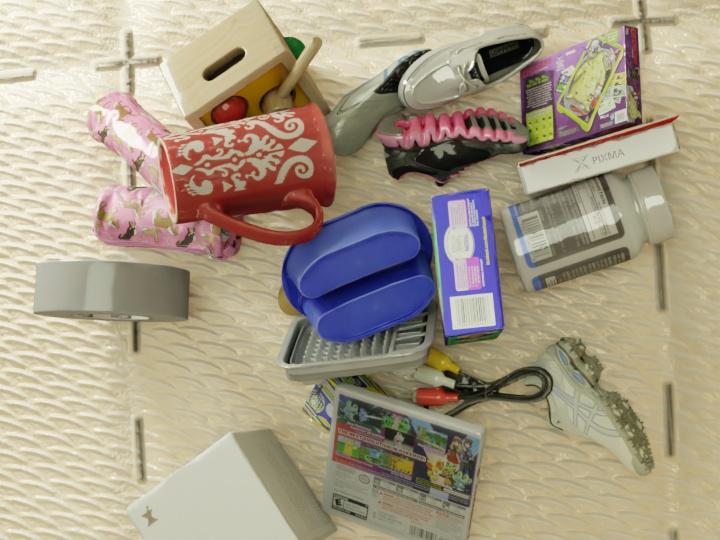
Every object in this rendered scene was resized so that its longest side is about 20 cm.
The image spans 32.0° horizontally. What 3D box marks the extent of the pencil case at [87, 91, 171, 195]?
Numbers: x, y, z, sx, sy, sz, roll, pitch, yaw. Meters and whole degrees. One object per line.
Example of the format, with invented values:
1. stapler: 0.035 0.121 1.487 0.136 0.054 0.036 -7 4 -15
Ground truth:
1. pencil case: -0.282 -0.166 1.674 0.083 0.087 0.200 -35 53 -26

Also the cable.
1. cable: 0.142 0.154 1.596 0.199 0.050 0.098 8 88 30

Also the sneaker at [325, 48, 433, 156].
1. sneaker: 0.023 -0.231 1.673 0.200 0.072 0.072 -39 38 -5

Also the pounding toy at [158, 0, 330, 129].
1. pounding toy: -0.128 -0.239 1.620 0.199 0.184 0.143 -32 59 6

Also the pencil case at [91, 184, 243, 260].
1. pencil case: -0.260 -0.066 1.698 0.199 0.087 0.083 7 117 11

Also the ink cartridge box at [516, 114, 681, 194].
1. ink cartridge box: 0.294 -0.141 1.552 0.199 0.176 0.045 -16 93 9

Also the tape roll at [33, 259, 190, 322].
1. tape roll: -0.323 0.029 1.638 0.199 0.200 0.067 0 84 10

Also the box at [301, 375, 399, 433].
1. box: 0.027 0.204 1.614 0.200 0.064 0.070 35 118 11

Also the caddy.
1. caddy: 0.000 0.000 1.575 0.199 0.105 0.142 -21 118 -1

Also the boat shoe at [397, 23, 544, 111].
1. boat shoe: 0.145 -0.260 1.628 0.199 0.066 0.072 -21 111 -7

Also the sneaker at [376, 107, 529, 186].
1. sneaker: 0.122 -0.156 1.646 0.199 0.079 0.096 0 122 7

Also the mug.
1. mug: -0.137 -0.118 1.538 0.199 0.178 0.134 -10 121 -16

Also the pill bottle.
1. pill bottle: 0.285 -0.055 1.579 0.199 0.114 0.114 -18 81 8

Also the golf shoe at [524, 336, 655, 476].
1. golf shoe: 0.288 0.185 1.585 0.097 0.078 0.201 -41 73 21

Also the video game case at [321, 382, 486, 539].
1. video game case: 0.051 0.250 1.569 0.199 0.023 0.183 16 113 22

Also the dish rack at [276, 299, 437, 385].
1. dish rack: 0.001 0.095 1.602 0.199 0.172 0.044 -7 111 9

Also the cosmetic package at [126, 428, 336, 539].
1. cosmetic package: -0.157 0.314 1.578 0.167 0.200 0.167 -36 79 6

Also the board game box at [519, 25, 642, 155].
1. board game box: 0.272 -0.221 1.572 0.032 0.200 0.121 -2 85 -32

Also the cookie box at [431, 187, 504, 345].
1. cookie box: 0.131 0.002 1.554 0.075 0.200 0.172 -6 83 4

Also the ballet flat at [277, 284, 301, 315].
1. ballet flat: -0.030 -0.008 1.658 0.199 0.063 0.069 -34 81 6
